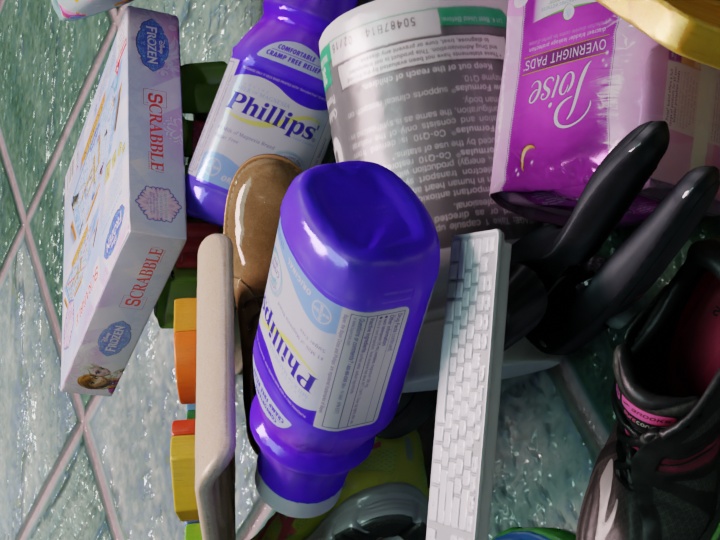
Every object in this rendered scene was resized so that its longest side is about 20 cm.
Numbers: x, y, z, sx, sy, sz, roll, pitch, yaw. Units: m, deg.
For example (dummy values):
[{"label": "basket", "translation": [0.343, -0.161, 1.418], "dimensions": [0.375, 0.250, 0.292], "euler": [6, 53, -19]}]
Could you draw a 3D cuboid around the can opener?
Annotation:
[{"label": "can opener", "translation": [0.107, -0.005, 0.687], "dimensions": [0.079, 0.063, 0.200], "euler": [-52, 1, -28]}]

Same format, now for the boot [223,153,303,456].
[{"label": "boot", "translation": [-0.048, 0.023, 0.960], "dimensions": [0.075, 0.073, 0.201], "euler": [87, 178, -86]}]

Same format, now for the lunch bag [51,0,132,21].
[{"label": "lunch bag", "translation": [-0.113, -0.258, 1.056], "dimensions": [0.170, 0.200, 0.122], "euler": [-11, 102, 58]}]

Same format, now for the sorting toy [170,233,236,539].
[{"label": "sorting toy", "translation": [-0.092, 0.108, 0.913], "dimensions": [0.185, 0.036, 0.200], "euler": [-96, 7, -47]}]

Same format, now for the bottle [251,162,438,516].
[{"label": "bottle", "translation": [-0.016, 0.043, 0.767], "dimensions": [0.084, 0.065, 0.200], "euler": [59, 148, 37]}]

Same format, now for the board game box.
[{"label": "board game box", "translation": [-0.171, -0.046, 1.094], "dimensions": [0.200, 0.041, 0.200], "euler": [123, 149, -49]}]

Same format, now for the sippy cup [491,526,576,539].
[{"label": "sippy cup", "translation": [0.049, 0.200, 0.785], "dimensions": [0.178, 0.130, 0.140], "euler": [-45, 49, 44]}]

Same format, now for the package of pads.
[{"label": "package of pads", "translation": [0.129, -0.124, 0.749], "dimensions": [0.120, 0.076, 0.201], "euler": [-7, 73, 57]}]

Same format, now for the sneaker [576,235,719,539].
[{"label": "sneaker", "translation": [0.138, 0.065, 0.709], "dimensions": [0.077, 0.084, 0.200], "euler": [38, 116, 45]}]

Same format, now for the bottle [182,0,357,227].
[{"label": "bottle", "translation": [-0.051, -0.119, 1.022], "dimensions": [0.065, 0.083, 0.200], "euler": [-145, 77, -84]}]

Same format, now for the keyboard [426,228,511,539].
[{"label": "keyboard", "translation": [0.045, 0.082, 0.695], "dimensions": [0.056, 0.011, 0.201], "euler": [176, 100, -66]}]

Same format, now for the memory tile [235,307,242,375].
[{"label": "memory tile", "translation": [-0.036, 0.034, 1.040], "dimensions": [0.200, 0.017, 0.154], "euler": [40, 117, 52]}]

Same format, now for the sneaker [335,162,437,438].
[{"label": "sneaker", "translation": [0.000, 0.000, 0.910], "dimensions": [0.075, 0.079, 0.200], "euler": [-33, 45, 24]}]

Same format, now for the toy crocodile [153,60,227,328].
[{"label": "toy crocodile", "translation": [-0.122, -0.055, 1.135], "dimensions": [0.062, 0.067, 0.201], "euler": [13, 95, 57]}]

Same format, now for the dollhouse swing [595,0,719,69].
[{"label": "dollhouse swing", "translation": [0.210, -0.150, 0.578], "dimensions": [0.176, 0.181, 0.200], "euler": [-106, 35, -62]}]

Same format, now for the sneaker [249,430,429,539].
[{"label": "sneaker", "translation": [-0.015, 0.151, 0.952], "dimensions": [0.200, 0.078, 0.091], "euler": [-35, 42, 47]}]

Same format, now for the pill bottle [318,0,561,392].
[{"label": "pill bottle", "translation": [0.046, -0.041, 0.833], "dimensions": [0.113, 0.113, 0.201], "euler": [-22, 74, 53]}]
